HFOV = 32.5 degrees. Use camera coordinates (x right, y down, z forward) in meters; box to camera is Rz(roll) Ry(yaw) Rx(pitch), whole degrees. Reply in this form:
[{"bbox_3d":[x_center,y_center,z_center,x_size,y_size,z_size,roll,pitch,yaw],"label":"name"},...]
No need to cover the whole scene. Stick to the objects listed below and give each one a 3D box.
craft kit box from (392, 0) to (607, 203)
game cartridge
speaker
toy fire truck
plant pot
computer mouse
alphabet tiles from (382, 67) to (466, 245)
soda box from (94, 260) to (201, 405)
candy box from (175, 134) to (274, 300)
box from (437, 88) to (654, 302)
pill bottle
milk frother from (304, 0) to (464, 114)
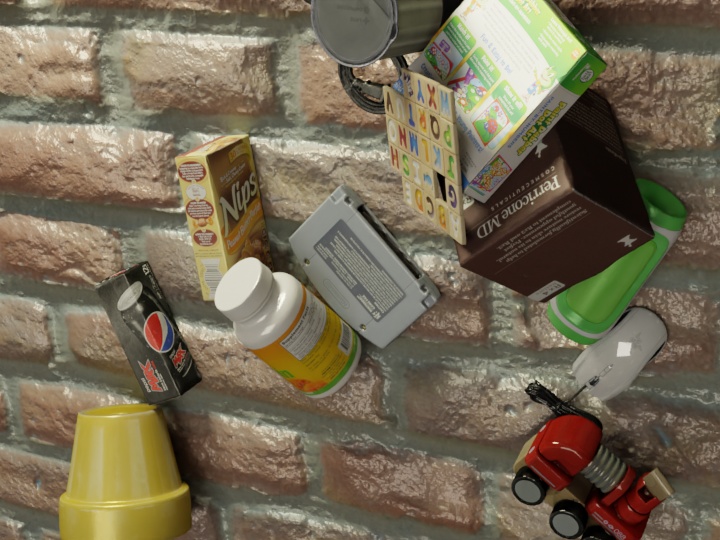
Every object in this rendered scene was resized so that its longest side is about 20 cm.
[{"bbox_3d":[0.144,-0.211,1.341,0.198,0.048,0.201,-50,45,24],"label":"craft kit box"},{"bbox_3d":[0.000,0.000,1.660,0.200,0.041,0.133,49,127,3],"label":"game cartridge"},{"bbox_3d":[0.302,-0.008,1.472,0.088,0.088,0.201,36,121,10],"label":"speaker"},{"bbox_3d":[0.302,0.254,1.523,0.176,0.129,0.200,41,129,1],"label":"toy fire truck"},{"bbox_3d":[-0.361,0.305,1.880,0.199,0.200,0.192,-2,92,28],"label":"plant pot"},{"bbox_3d":[0.301,0.125,1.547,0.110,0.044,0.201,42,122,8],"label":"computer mouse"},{"bbox_3d":[0.067,-0.137,1.371,0.200,0.007,0.169,-137,37,-62],"label":"alphabet tiles"},{"bbox_3d":[-0.315,0.094,1.840,0.070,0.063,0.202,-19,100,31],"label":"soda box"},{"bbox_3d":[-0.182,-0.072,1.677,0.055,0.115,0.203,0,109,26],"label":"candy box"},{"bbox_3d":[0.199,-0.103,1.394,0.165,0.163,0.202,-34,52,32],"label":"box"},{"bbox_3d":[-0.099,0.074,1.642,0.110,0.112,0.200,-23,131,31],"label":"pill bottle"},{"bbox_3d":[0.016,-0.269,1.454,0.179,0.187,0.203,13,111,32],"label":"milk frother"}]
